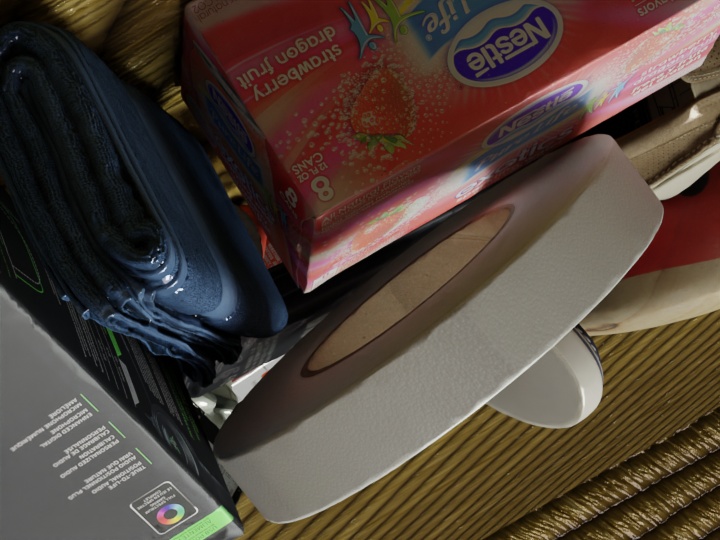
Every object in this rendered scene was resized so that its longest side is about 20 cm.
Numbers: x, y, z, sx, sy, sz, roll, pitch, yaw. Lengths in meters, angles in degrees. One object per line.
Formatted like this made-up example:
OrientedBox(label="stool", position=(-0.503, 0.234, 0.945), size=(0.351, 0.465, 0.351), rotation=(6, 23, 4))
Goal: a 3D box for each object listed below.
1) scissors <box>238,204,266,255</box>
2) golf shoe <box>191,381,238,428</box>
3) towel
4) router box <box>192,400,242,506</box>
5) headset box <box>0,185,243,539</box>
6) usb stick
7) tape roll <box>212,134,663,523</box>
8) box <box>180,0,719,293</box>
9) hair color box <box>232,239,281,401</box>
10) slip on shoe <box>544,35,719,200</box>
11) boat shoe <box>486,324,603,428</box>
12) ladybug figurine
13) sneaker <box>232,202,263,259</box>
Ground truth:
OrientedBox(label="scissors", position=(-0.075, 0.061, 1.194), size=(0.073, 0.014, 0.201), rotation=(-116, -141, -68))
OrientedBox(label="golf shoe", position=(-0.149, 0.098, 1.128), size=(0.199, 0.098, 0.078), rotation=(-7, 167, 31))
OrientedBox(label="towel", position=(-0.085, -0.022, 0.900), size=(0.048, 0.112, 0.200), rotation=(-28, 168, 6))
OrientedBox(label="router box", position=(-0.166, 0.098, 1.057), size=(0.200, 0.150, 0.062), rotation=(-39, -167, 31))
OrientedBox(label="headset box", position=(-0.164, 0.069, 0.898), size=(0.174, 0.093, 0.200), rotation=(-33, 136, 5))
OrientedBox(label="usb stick", position=(0.000, 0.000, 1.088), size=(0.199, 0.033, 0.056), rotation=(-27, 163, -24))
OrientedBox(label="tape roll", position=(0.029, 0.022, 0.967), size=(0.202, 0.037, 0.203), rotation=(-37, -172, 6))
OrientedBox(label="box", position=(0.038, -0.091, 0.962), size=(0.199, 0.103, 0.095), rotation=(-29, 168, -13))
OrientedBox(label="hair color box", position=(-0.067, 0.040, 1.311), size=(0.199, 0.064, 0.111), rotation=(-31, 167, -1))
OrientedBox(label="slip on shoe", position=(0.156, -0.098, 1.067), size=(0.060, 0.076, 0.200), rotation=(7, 148, -36))
OrientedBox(label="boat shoe", position=(0.058, -0.005, 1.185), size=(0.093, 0.200, 0.075), rotation=(-33, 143, -33))
OrientedBox(label="ladybug figurine", position=(0.151, -0.022, 1.200), size=(0.135, 0.072, 0.200), rotation=(-30, -170, -33))
OrientedBox(label="sneaker", position=(-0.102, 0.019, 1.151), size=(0.072, 0.072, 0.200), rotation=(-3, 160, -19))
